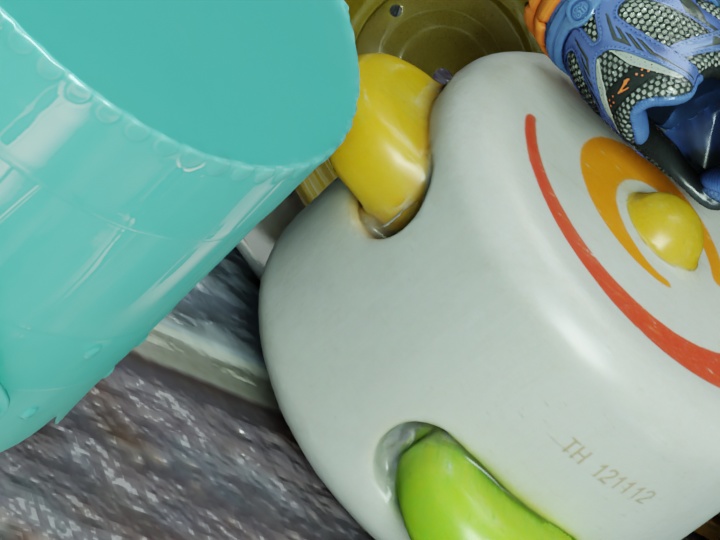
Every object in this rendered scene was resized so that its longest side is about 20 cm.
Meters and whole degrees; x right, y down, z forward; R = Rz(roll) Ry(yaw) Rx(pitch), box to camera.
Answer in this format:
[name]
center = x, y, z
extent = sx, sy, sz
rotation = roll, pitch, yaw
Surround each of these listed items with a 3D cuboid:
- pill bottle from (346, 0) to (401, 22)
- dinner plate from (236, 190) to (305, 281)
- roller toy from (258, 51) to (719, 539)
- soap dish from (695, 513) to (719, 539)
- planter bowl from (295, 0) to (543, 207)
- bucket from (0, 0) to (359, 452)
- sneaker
[pill bottle]
center = -0.028, -0.148, 1.009
extent = 0.116, 0.116, 0.200
rotation = 44, 19, 11
[dinner plate]
center = 0.000, 0.000, 0.879
extent = 0.200, 0.024, 0.200
rotation = 35, 20, -14
[roller toy]
center = 0.068, 0.017, 0.744
extent = 0.182, 0.140, 0.200
rotation = 2, 53, -52
[soap dish]
center = 0.225, 0.064, 0.891
extent = 0.157, 0.200, 0.081
rotation = 28, 45, -3
[planter bowl]
center = 0.047, -0.085, 0.898
extent = 0.200, 0.200, 0.083
rotation = 36, -6, -14
[bucket]
center = -0.109, -0.066, 0.581
extent = 0.207, 0.135, 0.207
rotation = 36, 33, -28
[sneaker]
center = 0.141, -0.049, 0.730
extent = 0.200, 0.075, 0.078
rotation = 18, 40, -35
